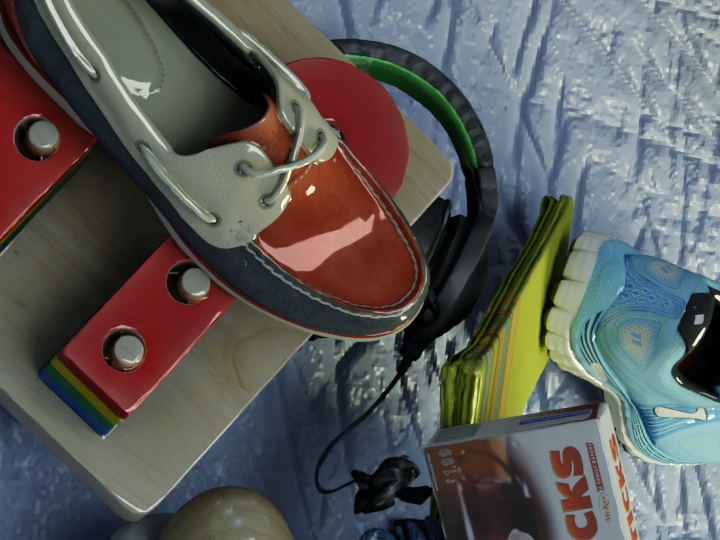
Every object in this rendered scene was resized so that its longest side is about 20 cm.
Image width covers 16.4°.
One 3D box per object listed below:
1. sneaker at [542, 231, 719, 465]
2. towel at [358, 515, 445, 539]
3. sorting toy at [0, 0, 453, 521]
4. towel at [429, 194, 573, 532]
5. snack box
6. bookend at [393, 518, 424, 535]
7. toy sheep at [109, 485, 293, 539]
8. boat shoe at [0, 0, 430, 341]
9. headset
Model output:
[{"bbox_3d":[0.160,0.050,1.162,0.200,0.090,0.079,34,74,-55],"label":"sneaker"},{"bbox_3d":[0.004,0.201,1.019,0.048,0.200,0.112,10,46,-4],"label":"towel"},{"bbox_3d":[-0.087,-0.046,0.956,0.200,0.070,0.199,44,68,-4],"label":"sorting toy"},{"bbox_3d":[0.061,0.039,1.074,0.200,0.018,0.086,-54,154,-63],"label":"towel"},{"bbox_3d":[0.083,0.154,0.979,0.024,0.072,0.201,-44,122,-69],"label":"snack box"},{"bbox_3d":[0.096,0.223,1.085,0.092,0.198,0.201,5,94,-36],"label":"bookend"},{"bbox_3d":[-0.081,0.172,0.997,0.137,0.138,0.201,11,116,-36],"label":"toy sheep"},{"bbox_3d":[-0.049,-0.051,0.899,0.200,0.063,0.071,43,66,-6],"label":"boat shoe"},{"bbox_3d":[0.000,0.000,1.037,0.123,0.094,0.201,-1,81,-11],"label":"headset"}]
